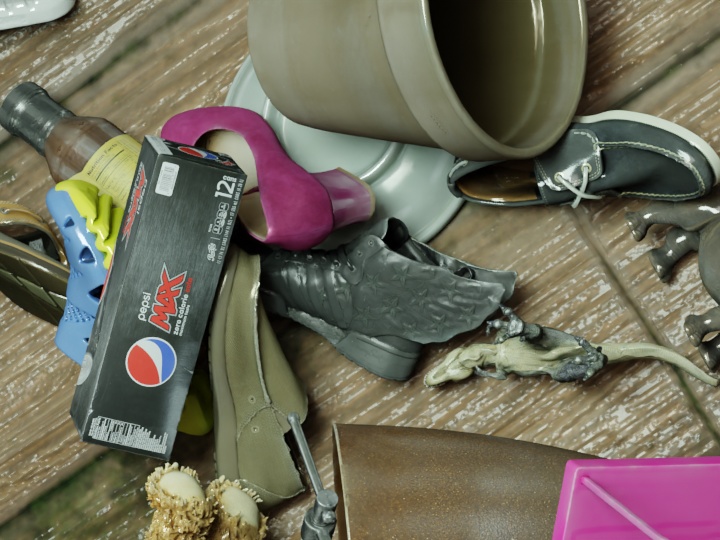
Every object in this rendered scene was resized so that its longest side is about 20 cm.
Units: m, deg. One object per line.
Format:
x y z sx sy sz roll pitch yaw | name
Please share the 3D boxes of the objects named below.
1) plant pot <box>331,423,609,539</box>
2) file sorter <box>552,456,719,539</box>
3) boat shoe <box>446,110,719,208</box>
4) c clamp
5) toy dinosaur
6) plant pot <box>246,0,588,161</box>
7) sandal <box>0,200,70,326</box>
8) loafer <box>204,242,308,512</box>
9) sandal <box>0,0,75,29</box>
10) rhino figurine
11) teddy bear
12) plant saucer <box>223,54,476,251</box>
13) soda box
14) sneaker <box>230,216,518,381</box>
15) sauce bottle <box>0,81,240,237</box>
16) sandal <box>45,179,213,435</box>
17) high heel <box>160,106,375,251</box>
0.089 0.183 1.608 0.199 0.187 0.188 -5 76 -3 | plant pot
0.195 0.229 1.514 0.125 0.139 0.201 37 122 59 | file sorter
0.148 -0.065 1.664 0.200 0.072 0.068 8 52 37 | boat shoe
-0.031 0.221 1.644 0.027 0.200 0.171 -4 46 -17 | c clamp
0.132 0.055 1.657 0.199 0.088 0.048 2 78 18 | toy dinosaur
0.027 -0.161 1.644 0.173 0.200 0.201 -8 75 35 | plant pot
-0.257 -0.022 1.816 0.200 0.082 0.055 28 66 28 | sandal
-0.070 0.073 1.702 0.067 0.076 0.201 -4 116 -6 | loafer
-0.308 -0.178 1.866 0.202 0.083 0.050 -6 119 15 | sandal
0.256 0.027 1.637 0.087 0.060 0.200 -30 68 9 | rhino figurine
-0.115 0.226 1.644 0.067 0.145 0.201 -7 86 36 | teddy bear
-0.012 -0.102 1.758 0.200 0.050 0.201 -4 77 16 | plant saucer
-0.134 0.017 1.654 0.063 0.071 0.201 14 100 -16 | soda box
-0.001 0.001 1.713 0.200 0.060 0.104 31 111 12 | sneaker
-0.176 -0.067 1.797 0.200 0.065 0.065 37 91 23 | sauce bottle
-0.175 0.035 1.732 0.087 0.079 0.200 -21 98 11 | sandal
-0.090 -0.061 1.705 0.200 0.096 0.068 29 121 37 | high heel
